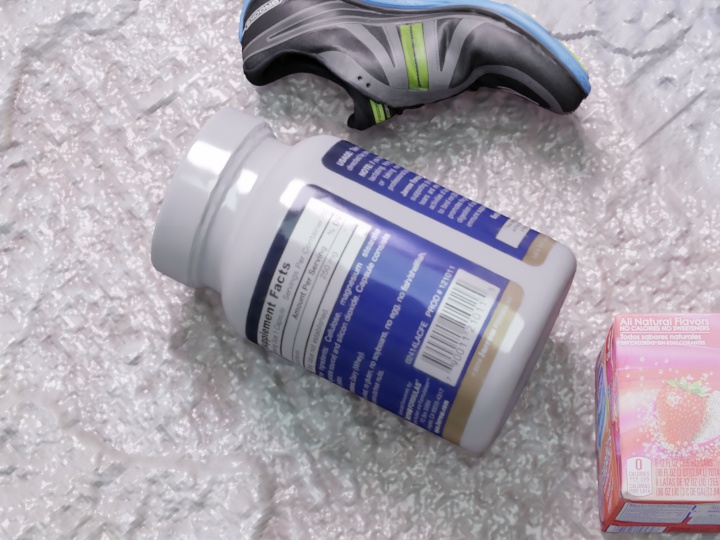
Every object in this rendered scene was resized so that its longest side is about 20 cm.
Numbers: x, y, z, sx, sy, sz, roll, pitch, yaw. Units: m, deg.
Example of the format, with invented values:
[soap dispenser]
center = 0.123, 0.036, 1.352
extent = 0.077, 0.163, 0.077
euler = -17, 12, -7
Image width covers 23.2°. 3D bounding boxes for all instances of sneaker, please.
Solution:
[sneaker]
center = 0.028, -0.111, 0.959
extent = 0.198, 0.071, 0.083
euler = 12, 79, 10

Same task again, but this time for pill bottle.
[pill bottle]
center = 0.000, 0.000, 0.898
extent = 0.199, 0.116, 0.116
euler = 27, 76, 9

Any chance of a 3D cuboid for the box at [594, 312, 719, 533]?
[box]
center = 0.220, 0.078, 0.876
extent = 0.199, 0.103, 0.095
euler = 0, 73, 2
